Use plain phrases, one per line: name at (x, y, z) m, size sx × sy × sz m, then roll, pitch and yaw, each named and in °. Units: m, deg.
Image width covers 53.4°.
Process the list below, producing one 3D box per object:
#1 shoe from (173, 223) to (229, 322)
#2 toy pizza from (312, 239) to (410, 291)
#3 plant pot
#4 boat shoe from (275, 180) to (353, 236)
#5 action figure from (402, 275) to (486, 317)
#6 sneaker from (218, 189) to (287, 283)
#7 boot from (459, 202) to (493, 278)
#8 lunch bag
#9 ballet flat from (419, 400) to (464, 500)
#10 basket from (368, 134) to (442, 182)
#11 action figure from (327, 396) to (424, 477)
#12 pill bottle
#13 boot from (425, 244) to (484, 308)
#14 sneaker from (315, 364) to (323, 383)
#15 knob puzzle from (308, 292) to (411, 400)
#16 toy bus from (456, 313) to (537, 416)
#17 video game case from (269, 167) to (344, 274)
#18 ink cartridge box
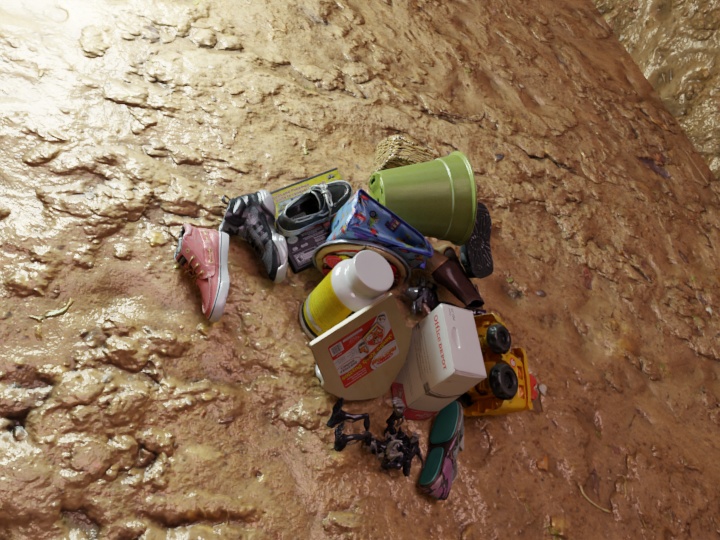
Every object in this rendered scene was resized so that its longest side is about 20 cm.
shoe at (-0.289, 0.001, 1.286) m, size 0.090 × 0.072 × 0.201 m, roll 16°, pitch 45°, yaw -25°
toy pizza at (0.000, 0.000, 1.410) m, size 0.199 × 0.200 × 0.032 m, roll 22°, pitch 62°, yaw -22°
plant pot at (0.118, -0.149, 1.504) m, size 0.188 × 0.201 × 0.202 m, roll -3°, pitch 58°, yaw -15°
boat shoe at (-0.086, -0.140, 1.456) m, size 0.198 × 0.068 × 0.074 m, roll -27°, pitch 76°, yaw -32°
action figure at (0.175, 0.088, 1.568) m, size 0.199 × 0.069 × 0.131 m, roll 28°, pitch 53°, yaw -12°
sneaker at (-0.213, -0.064, 1.391) m, size 0.113 × 0.076 × 0.202 m, roll -4°, pitch 65°, yaw -28°
boot at (0.258, -0.064, 1.616) m, size 0.065 × 0.200 × 0.167 m, roll -3°, pitch 91°, yaw 6°
lunch bag at (0.043, -0.054, 1.416) m, size 0.199 × 0.150 × 0.095 m, roll 25°, pitch 63°, yaw -15°
ballet flat at (0.165, 0.347, 1.371) m, size 0.071 × 0.069 × 0.201 m, roll 46°, pitch 44°, yaw -24°
basket at (0.138, -0.251, 1.737) m, size 0.199 × 0.143 × 0.150 m, roll 30°, pitch 46°, yaw -15°
action figure at (0.045, 0.298, 1.286) m, size 0.198 × 0.102 × 0.119 m, roll 21°, pitch 37°, yaw -21°
pill bottle at (-0.025, 0.051, 1.345) m, size 0.112 × 0.200 × 0.113 m, roll 19°, pitch 50°, yaw -24°
boot at (0.212, 0.021, 1.595) m, size 0.167 × 0.072 × 0.200 m, roll 50°, pitch 15°, yaw 17°
sneaker at (-0.007, 0.157, 1.368) m, size 0.199 × 0.081 × 0.075 m, roll -31°, pitch 81°, yaw -44°
knob puzzle at (0.008, 0.155, 1.313) m, size 0.218 × 0.222 × 0.030 m, roll 4°, pitch 21°, yaw -34°
toy bus at (0.294, 0.207, 1.504) m, size 0.191 × 0.135 × 0.202 m, roll 14°, pitch 65°, yaw -37°
video game case at (-0.092, -0.108, 1.499) m, size 0.199 × 0.026 × 0.182 m, roll -24°, pitch 74°, yaw -23°
ink cartridge box at (0.141, 0.179, 1.373) m, size 0.082 × 0.200 × 0.148 m, roll 13°, pitch 51°, yaw -28°
